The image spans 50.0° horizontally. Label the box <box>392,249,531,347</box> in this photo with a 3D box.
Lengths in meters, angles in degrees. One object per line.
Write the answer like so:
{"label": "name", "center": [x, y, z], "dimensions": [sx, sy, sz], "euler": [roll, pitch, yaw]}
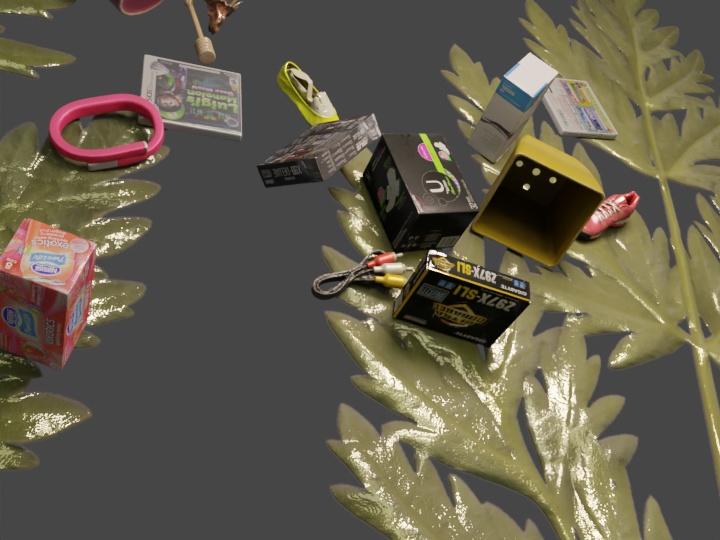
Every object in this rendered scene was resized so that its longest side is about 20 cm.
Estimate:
{"label": "box", "center": [0.177, 0.053, 1.367], "dimensions": [0.198, 0.160, 0.050], "euler": [18, 48, -12]}

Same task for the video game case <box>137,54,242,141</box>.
{"label": "video game case", "center": [-0.333, -0.342, 1.527], "dimensions": [0.198, 0.023, 0.184], "euler": [7, 53, -20]}

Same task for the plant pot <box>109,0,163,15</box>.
{"label": "plant pot", "center": [-0.486, -0.637, 1.586], "dimensions": [0.199, 0.200, 0.180], "euler": [-31, 87, -38]}

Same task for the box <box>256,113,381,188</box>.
{"label": "box", "center": [-0.077, -0.229, 1.475], "dimensions": [0.200, 0.156, 0.050], "euler": [-45, 122, -41]}

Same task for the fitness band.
{"label": "fitness band", "center": [-0.452, -0.252, 1.382], "dimensions": [0.198, 0.038, 0.145], "euler": [-15, 64, -24]}

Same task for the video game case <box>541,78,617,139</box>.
{"label": "video game case", "center": [0.552, -0.422, 1.998], "dimensions": [0.180, 0.022, 0.202], "euler": [-1, 55, -25]}

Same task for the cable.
{"label": "cable", "center": [0.000, 0.000, 1.399], "dimensions": [0.198, 0.050, 0.098], "euler": [-4, 56, -29]}

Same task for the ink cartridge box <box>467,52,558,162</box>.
{"label": "ink cartridge box", "center": [0.339, -0.364, 1.735], "dimensions": [0.083, 0.201, 0.145], "euler": [37, 48, 9]}

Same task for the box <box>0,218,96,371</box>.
{"label": "box", "center": [-0.437, 0.037, 1.069], "dimensions": [0.102, 0.201, 0.095], "euler": [22, 48, -8]}

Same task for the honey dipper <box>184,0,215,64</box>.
{"label": "honey dipper", "center": [-0.348, -0.520, 1.649], "dimensions": [0.038, 0.038, 0.202], "euler": [-3, 55, -26]}

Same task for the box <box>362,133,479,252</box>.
{"label": "box", "center": [0.115, -0.156, 1.524], "dimensions": [0.147, 0.125, 0.202], "euler": [-6, 59, -28]}

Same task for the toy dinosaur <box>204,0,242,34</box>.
{"label": "toy dinosaur", "center": [-0.314, -0.625, 1.660], "dimensions": [0.085, 0.202, 0.135], "euler": [-20, 34, -22]}

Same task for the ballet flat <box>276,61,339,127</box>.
{"label": "ballet flat", "center": [-0.104, -0.360, 1.617], "dimensions": [0.067, 0.067, 0.200], "euler": [-28, 70, -38]}

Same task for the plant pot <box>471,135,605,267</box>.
{"label": "plant pot", "center": [0.367, -0.166, 1.612], "dimensions": [0.198, 0.201, 0.177], "euler": [24, 37, -5]}

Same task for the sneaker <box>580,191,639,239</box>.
{"label": "sneaker", "center": [0.551, -0.135, 1.733], "dimensions": [0.199, 0.087, 0.074], "euler": [-21, 64, -35]}
